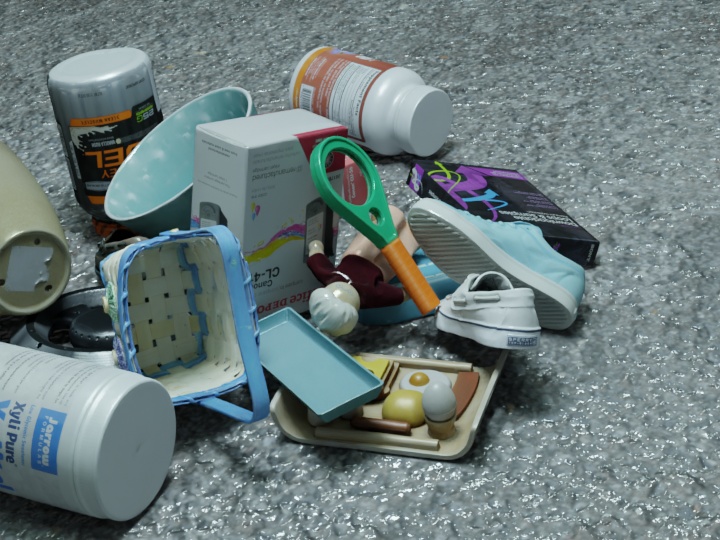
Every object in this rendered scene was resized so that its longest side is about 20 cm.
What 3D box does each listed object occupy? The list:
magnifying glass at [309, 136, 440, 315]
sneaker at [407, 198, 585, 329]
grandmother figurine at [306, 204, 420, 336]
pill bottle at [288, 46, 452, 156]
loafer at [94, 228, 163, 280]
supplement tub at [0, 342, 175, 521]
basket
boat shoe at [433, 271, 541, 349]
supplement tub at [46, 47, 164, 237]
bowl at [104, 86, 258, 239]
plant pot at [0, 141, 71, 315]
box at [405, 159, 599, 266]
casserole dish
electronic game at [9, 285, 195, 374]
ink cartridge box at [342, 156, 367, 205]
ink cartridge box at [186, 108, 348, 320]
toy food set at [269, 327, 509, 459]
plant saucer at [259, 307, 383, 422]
[{"bbox_3d":[0.016,-0.045,1.508,0.022,0.200,0.080,-33,3,41],"label":"magnifying glass"},{"bbox_3d":[0.141,-0.021,1.535,0.200,0.074,0.082,35,52,-6],"label":"sneaker"},{"bbox_3d":[0.000,0.000,1.525,0.121,0.061,0.200,16,35,14],"label":"grandmother figurine"},{"bbox_3d":[0.014,-0.209,1.902,0.199,0.113,0.112,22,40,37],"label":"pill bottle"},{"bbox_3d":[-0.245,-0.019,1.624,0.071,0.063,0.200,-5,11,-18],"label":"loafer"},{"bbox_3d":[-0.281,0.140,1.347,0.199,0.133,0.132,9,34,25],"label":"supplement tub"},{"bbox_3d":[-0.154,0.047,1.389,0.139,0.177,0.200,-16,10,-36],"label":"basket"},{"bbox_3d":[0.127,0.033,1.468,0.073,0.066,0.200,1,5,-20],"label":"boat shoe"},{"bbox_3d":[-0.284,-0.147,1.752,0.122,0.201,0.123,-9,25,4],"label":"supplement tub"},{"bbox_3d":[-0.170,-0.093,1.642,0.200,0.105,0.201,-28,32,19],"label":"bowl"},{"bbox_3d":[-0.391,-0.032,1.588,0.187,0.188,0.200,-24,33,-28],"label":"plant pot"},{"bbox_3d":[0.155,-0.066,1.670,0.142,0.036,0.200,4,26,-27],"label":"box"},{"bbox_3d":[0.065,0.000,1.616,0.199,0.039,0.121,-14,31,-12],"label":"casserole dish"},{"bbox_3d":[-0.260,0.065,1.555,0.199,0.042,0.200,-1,23,0],"label":"electronic game"},{"bbox_3d":[-0.102,-0.093,1.769,0.199,0.068,0.116,-24,36,-28],"label":"ink cartridge box"},{"bbox_3d":[-0.096,-0.054,1.549,0.085,0.201,0.147,22,27,39],"label":"ink cartridge box"},{"bbox_3d":[0.031,0.104,1.424,0.199,0.061,0.144,5,33,17],"label":"toy food set"},{"bbox_3d":[-0.052,0.088,1.426,0.070,0.019,0.200,-25,29,-20],"label":"plant saucer"}]
